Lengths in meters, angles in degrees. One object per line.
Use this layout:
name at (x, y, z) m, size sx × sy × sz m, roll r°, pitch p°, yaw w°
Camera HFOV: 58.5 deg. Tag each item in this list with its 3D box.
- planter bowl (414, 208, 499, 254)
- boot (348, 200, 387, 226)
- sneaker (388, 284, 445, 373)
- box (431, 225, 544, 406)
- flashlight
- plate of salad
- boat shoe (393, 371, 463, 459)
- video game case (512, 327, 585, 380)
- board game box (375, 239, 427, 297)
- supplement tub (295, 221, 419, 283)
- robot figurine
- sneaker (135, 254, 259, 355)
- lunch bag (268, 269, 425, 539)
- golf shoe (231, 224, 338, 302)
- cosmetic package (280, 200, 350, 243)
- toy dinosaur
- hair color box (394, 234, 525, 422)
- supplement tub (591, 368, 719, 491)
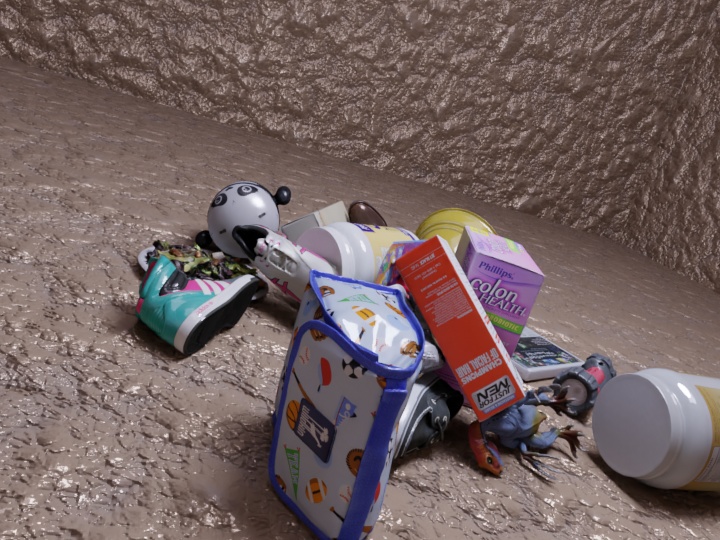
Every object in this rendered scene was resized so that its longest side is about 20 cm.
planter bowl at (0.152, 0.000, 1.128) m, size 0.198 × 0.204 × 0.083 m, roll 27°, pitch 31°, yaw 27°
boot at (0.042, -0.029, 1.186) m, size 0.188 × 0.064 × 0.201 m, roll 56°, pitch 7°, yaw -18°
sneaker at (0.052, 0.072, 0.800) m, size 0.074 × 0.117 × 0.200 m, roll -16°, pitch -8°, yaw -1°
box at (0.165, 0.061, 0.912) m, size 0.095 × 0.204 × 0.176 m, roll 18°, pitch 15°, yaw 0°
flashlight at (0.358, 0.171, 1.015) m, size 0.067 × 0.069 × 0.199 m, roll 31°, pitch 21°, yaw 25°
plate of salad at (-0.230, -0.007, 0.962) m, size 0.196 × 0.049 × 0.200 m, roll 18°, pitch 17°, yaw -5°
boat shoe at (0.074, 0.162, 0.718) m, size 0.056 × 0.070 × 0.200 m, roll 23°, pitch 14°, yaw 16°
video game case at (0.275, 0.133, 1.131) m, size 0.198 × 0.024 × 0.181 m, roll 4°, pitch 21°, yaw -44°
board game box at (0.083, 0.037, 0.961) m, size 0.038 × 0.162 × 0.199 m, roll 15°, pitch 11°, yaw 31°
supplement tub at (0.000, 0.000, 1.021) m, size 0.198 × 0.148 × 0.145 m, roll 2°, pitch 22°, yaw -46°
robot figurine at (-0.199, -0.092, 1.101) m, size 0.123 × 0.153 × 0.200 m, roll 23°, pitch 6°, yaw -11°
sneaker at (-0.214, 0.028, 0.809) m, size 0.119 × 0.085 × 0.200 m, roll 31°, pitch 18°, yaw 6°
lunch bag at (-0.014, 0.114, 0.578) m, size 0.121 × 0.173 × 0.200 m, roll 11°, pitch 18°, yaw -15°
golf shoe at (-0.113, -0.009, 0.926) m, size 0.198 × 0.074 × 0.091 m, roll 29°, pitch 4°, yaw 40°
cosmetic package at (-0.070, -0.060, 1.190) m, size 0.072 × 0.105 × 0.200 m, roll -20°, pitch 8°, yaw 15°
toy dinosaur at (0.190, 0.199, 0.783) m, size 0.178 × 0.107 × 0.200 m, roll 0°, pitch -14°, yaw -22°
hair color box at (0.119, 0.064, 0.759) m, size 0.203 × 0.063 × 0.111 m, roll 61°, pitch 11°, yaw 8°
supplement tub at (0.412, 0.204, 0.823) m, size 0.196 × 0.147 × 0.144 m, roll 11°, pitch 17°, yaw -25°
